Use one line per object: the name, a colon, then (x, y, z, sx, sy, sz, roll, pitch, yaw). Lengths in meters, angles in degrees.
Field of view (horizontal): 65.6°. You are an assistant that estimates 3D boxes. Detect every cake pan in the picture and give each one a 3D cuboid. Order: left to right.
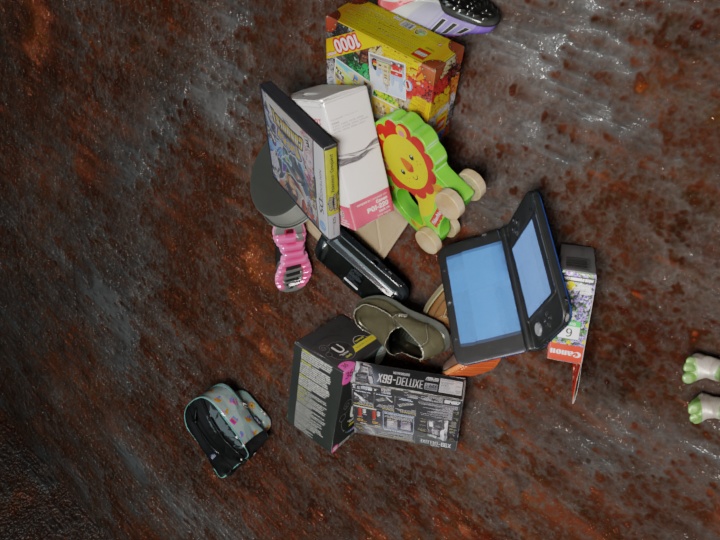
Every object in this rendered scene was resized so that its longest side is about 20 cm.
cake pan: (-0.132, -0.178, 1.029, 0.199, 0.037, 0.202, -11, 72, 36)

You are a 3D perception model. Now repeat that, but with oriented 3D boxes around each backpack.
backpack: (-0.337, 0.385, 1.402, 0.200, 0.153, 0.176, 46, 128, 2)

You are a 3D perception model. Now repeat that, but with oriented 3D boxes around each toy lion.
toy lion: (0.087, -0.142, 0.853, 0.192, 0.069, 0.200, 46, 159, 11)

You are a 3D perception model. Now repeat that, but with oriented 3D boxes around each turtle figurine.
turtle figurine: (0.485, 0.180, 0.665, 0.144, 0.201, 0.193, 38, 164, -29)

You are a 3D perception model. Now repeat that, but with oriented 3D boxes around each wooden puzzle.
wooden puzzle: (-0.012, -0.093, 1.035, 0.185, 0.037, 0.201, 45, 134, 14)

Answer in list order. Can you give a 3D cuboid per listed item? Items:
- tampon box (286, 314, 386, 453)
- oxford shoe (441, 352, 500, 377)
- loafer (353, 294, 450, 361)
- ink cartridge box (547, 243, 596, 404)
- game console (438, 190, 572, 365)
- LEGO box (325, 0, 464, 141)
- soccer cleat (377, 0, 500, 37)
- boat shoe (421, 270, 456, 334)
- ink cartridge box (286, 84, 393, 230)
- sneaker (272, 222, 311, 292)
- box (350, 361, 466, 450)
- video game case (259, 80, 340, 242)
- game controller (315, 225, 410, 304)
tampon box: (-0.047, 0.221, 1.110, 0.126, 0.150, 0.201, 26, 122, 28)
oxford shoe: (0.201, 0.127, 0.949, 0.200, 0.071, 0.073, -47, 45, 46)
loafer: (0.056, 0.098, 0.955, 0.199, 0.069, 0.076, 15, 125, 41)
ink cartridge box: (0.298, 0.075, 0.804, 0.050, 0.109, 0.202, 8, 114, 18)
game console: (0.195, 0.013, 0.796, 0.171, 0.117, 0.202, 98, 167, -63)
LEGO box: (0.045, -0.294, 0.845, 0.199, 0.077, 0.149, 35, 149, 22)
soccer cleat: (0.110, -0.368, 0.813, 0.199, 0.068, 0.074, 27, 142, 26)
boat shoe: (0.145, 0.076, 0.961, 0.068, 0.072, 0.201, 41, 139, 15)
ink cartridge box: (-0.036, -0.183, 0.879, 0.145, 0.084, 0.201, 28, 141, 54)
sneaker: (-0.146, -0.047, 1.143, 0.096, 0.078, 0.201, -116, 24, -48)
box: (0.085, 0.248, 1.012, 0.198, 0.050, 0.159, 7, 132, 12)
video game case: (-0.095, -0.170, 0.880, 0.200, 0.025, 0.182, 48, 153, 34)
game controller: (0.000, 0.000, 1.026, 0.200, 0.042, 0.104, 42, 146, 7)
